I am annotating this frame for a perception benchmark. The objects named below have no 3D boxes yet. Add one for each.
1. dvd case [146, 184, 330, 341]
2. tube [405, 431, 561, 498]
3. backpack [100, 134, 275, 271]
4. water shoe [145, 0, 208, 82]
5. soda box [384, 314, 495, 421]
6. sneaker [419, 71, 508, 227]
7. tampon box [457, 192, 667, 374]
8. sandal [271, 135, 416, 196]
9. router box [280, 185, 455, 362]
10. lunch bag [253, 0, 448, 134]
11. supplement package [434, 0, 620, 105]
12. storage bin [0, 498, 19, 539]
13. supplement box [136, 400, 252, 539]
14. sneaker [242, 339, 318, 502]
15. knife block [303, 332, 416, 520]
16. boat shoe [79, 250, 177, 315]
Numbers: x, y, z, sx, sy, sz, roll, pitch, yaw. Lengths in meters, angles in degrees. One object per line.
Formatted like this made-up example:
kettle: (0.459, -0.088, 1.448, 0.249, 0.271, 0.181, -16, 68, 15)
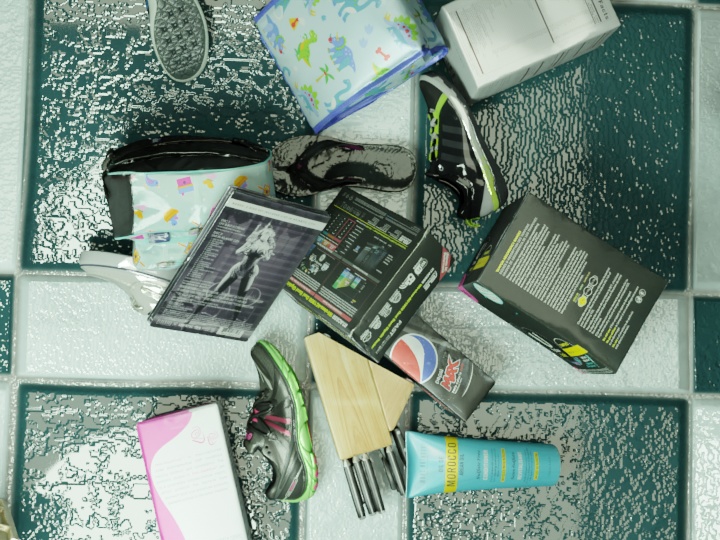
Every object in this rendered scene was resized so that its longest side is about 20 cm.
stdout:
dvd case: (-0.141, -0.003, 1.394, 0.201, 0.147, 0.016, -54, 48, 23)
tube: (0.146, 0.237, 1.466, 0.196, 0.050, 0.079, 3, 79, -17)
backpack: (-0.195, -0.084, 1.426, 0.196, 0.176, 0.156, -12, 104, -6)
water shoe: (-0.233, -0.339, 1.492, 0.070, 0.079, 0.203, -12, 112, -2)
soda box: (0.069, 0.098, 1.481, 0.199, 0.071, 0.064, 40, 85, 0)
sneaker: (0.112, -0.151, 1.502, 0.082, 0.072, 0.202, -28, 88, -5)
tampon box: (0.239, 0.019, 1.460, 0.198, 0.150, 0.127, 33, 84, -1)
sandal: (-0.027, -0.134, 1.502, 0.196, 0.048, 0.077, -2, 86, -5)
router box: (0.000, 0.000, 1.421, 0.150, 0.199, 0.062, -51, 126, -5)
lunch bag: (-0.018, -0.289, 1.479, 0.198, 0.127, 0.172, -30, 88, 24)
supplement package: (0.204, -0.303, 1.501, 0.197, 0.110, 0.115, -23, 88, -5)
storage bin: (-0.477, 0.361, 1.362, 0.093, 0.198, 0.203, 24, 85, -19)
supplement box: (-0.194, 0.266, 1.434, 0.099, 0.103, 0.204, -12, 88, -4)
sneaker: (-0.106, 0.184, 1.460, 0.082, 0.077, 0.204, -12, 86, -9)
knife block: (-0.015, 0.194, 1.471, 0.198, 0.064, 0.178, 28, 84, -2)
boat shoe: (-0.251, 0.026, 1.466, 0.197, 0.072, 0.067, 16, 83, -10)
